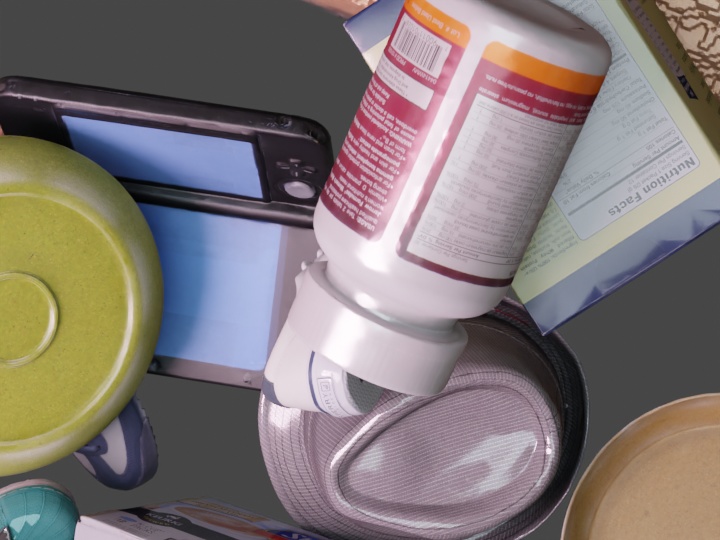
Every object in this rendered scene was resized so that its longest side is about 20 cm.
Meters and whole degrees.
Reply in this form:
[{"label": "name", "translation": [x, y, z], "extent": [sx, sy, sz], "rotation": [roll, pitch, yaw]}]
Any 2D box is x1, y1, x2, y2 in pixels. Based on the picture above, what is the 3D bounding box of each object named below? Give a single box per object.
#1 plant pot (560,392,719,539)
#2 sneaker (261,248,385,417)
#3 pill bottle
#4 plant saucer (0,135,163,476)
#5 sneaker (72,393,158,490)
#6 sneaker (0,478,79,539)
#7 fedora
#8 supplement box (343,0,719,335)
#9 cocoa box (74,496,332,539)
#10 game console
[{"label": "plant pot", "translation": [0.216, 0.173, 1.681], "extent": [0.199, 0.027, 0.201], "rotation": [0, 81, 0]}, {"label": "sneaker", "translation": [0.000, 0.000, 1.642], "extent": [0.070, 0.200, 0.073], "rotation": [2, 133, 30]}, {"label": "pill bottle", "translation": [0.042, -0.046, 1.453], "extent": [0.109, 0.110, 0.201], "rotation": [25, 105, 3]}, {"label": "plant saucer", "translation": [-0.202, 0.025, 1.620], "extent": [0.199, 0.031, 0.201], "rotation": [-5, 104, -21]}, {"label": "sneaker", "translation": [-0.195, 0.065, 1.688], "extent": [0.070, 0.082, 0.201], "rotation": [-10, 120, 43]}, {"label": "sneaker", "translation": [-0.234, 0.209, 1.649], "extent": [0.200, 0.080, 0.071], "rotation": [-44, 120, 6]}, {"label": "fedora", "translation": [0.040, 0.101, 1.669], "extent": [0.199, 0.090, 0.178], "rotation": [-9, 103, 0]}, {"label": "supplement box", "translation": [0.112, -0.096, 1.590], "extent": [0.134, 0.200, 0.200], "rotation": [-33, 92, 13]}, {"label": "cocoa box", "translation": [-0.061, 0.225, 1.659], "extent": [0.199, 0.131, 0.134], "rotation": [16, 101, 31]}, {"label": "game console", "translation": [-0.119, -0.019, 1.677], "extent": [0.199, 0.176, 0.117], "rotation": [8, 70, 5]}]
